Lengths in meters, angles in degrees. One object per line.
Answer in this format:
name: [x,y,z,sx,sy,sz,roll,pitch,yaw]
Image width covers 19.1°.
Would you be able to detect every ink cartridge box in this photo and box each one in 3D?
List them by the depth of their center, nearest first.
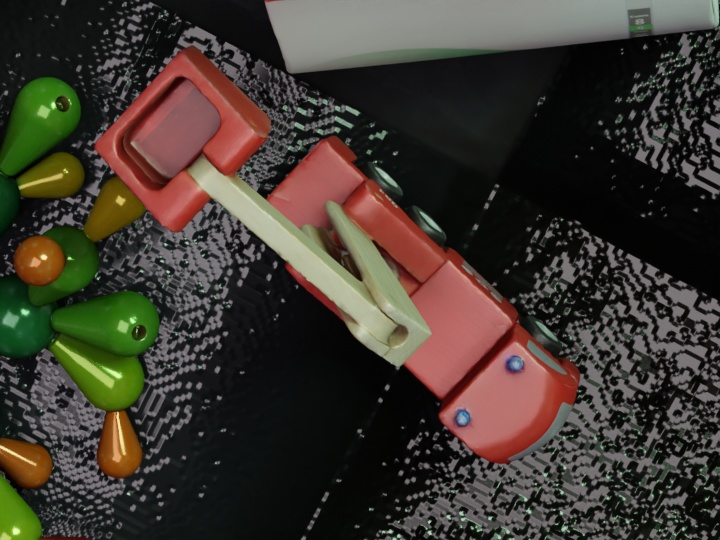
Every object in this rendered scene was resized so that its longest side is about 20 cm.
ink cartridge box: [0.046,-0.097,0.756,0.160,0.200,0.050,-5,99,8]

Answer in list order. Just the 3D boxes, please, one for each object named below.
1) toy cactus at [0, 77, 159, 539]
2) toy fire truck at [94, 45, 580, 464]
toy cactus: [-0.163,0.023,0.863,0.164,0.102,0.201,7,107,16]
toy fire truck: [0.000,0.000,0.805,0.200,0.141,0.049,44,101,0]
